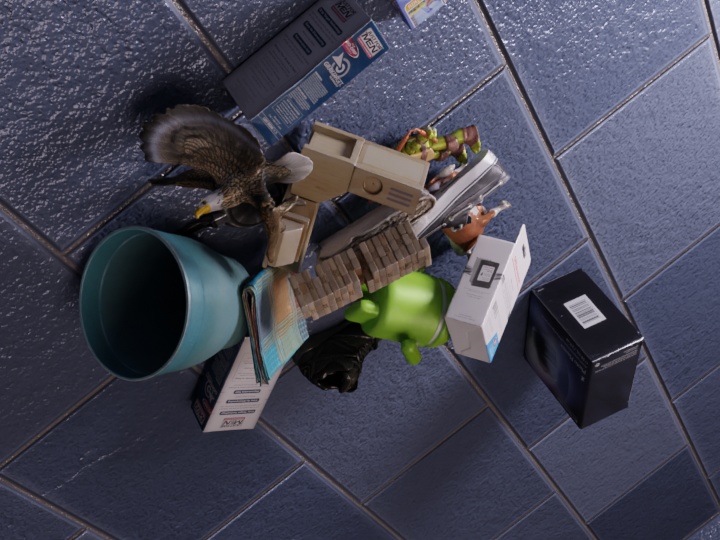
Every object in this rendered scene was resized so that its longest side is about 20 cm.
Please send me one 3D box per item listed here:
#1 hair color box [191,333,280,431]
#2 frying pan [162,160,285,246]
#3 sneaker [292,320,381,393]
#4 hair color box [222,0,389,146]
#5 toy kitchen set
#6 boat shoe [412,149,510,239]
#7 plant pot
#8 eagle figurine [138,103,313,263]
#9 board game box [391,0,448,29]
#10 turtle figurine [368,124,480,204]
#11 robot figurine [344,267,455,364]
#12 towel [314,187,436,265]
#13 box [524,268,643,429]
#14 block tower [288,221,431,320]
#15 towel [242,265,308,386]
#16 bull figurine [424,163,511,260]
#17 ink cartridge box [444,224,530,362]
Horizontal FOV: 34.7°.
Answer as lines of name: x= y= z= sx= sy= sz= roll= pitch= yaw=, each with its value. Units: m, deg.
hair color box: x=-0.186 y=0.161 z=1.822 sx=0.099 sy=0.061 sz=0.202 roll=2 pitch=127 yaw=-37
frying pan: x=-0.186 y=-0.094 z=1.615 sx=0.188 sy=0.031 sz=0.116 roll=-17 pitch=136 yaw=-26
sneaker: x=-0.003 y=0.136 z=1.904 sx=0.197 sy=0.115 sz=0.077 roll=-25 pitch=142 yaw=-17
hair color box: x=-0.071 y=-0.262 z=1.473 sx=0.199 sy=0.100 sz=0.061 roll=-39 pitch=139 yaw=4
toy kitchen set: x=-0.027 y=-0.058 z=1.595 sx=0.178 sy=0.164 sz=0.202 roll=19 pitch=126 yaw=-1
boat shoe: x=0.139 y=-0.091 z=1.734 sx=0.200 sy=0.072 sz=0.068 roll=-43 pitch=100 yaw=1
plant pot: x=-0.248 y=0.043 z=1.582 sx=0.187 sy=0.200 sz=0.201 roll=1 pitch=131 yaw=-57
eagle figurine: x=-0.175 y=-0.119 z=1.463 sx=0.153 sy=0.199 sz=0.151 roll=-58 pitch=163 yaw=22
board game box: x=0.112 y=-0.425 z=1.496 sx=0.199 sy=0.035 sz=0.136 roll=-37 pitch=140 yaw=1
turtle figurine: x=0.088 y=-0.171 z=1.707 sx=0.159 sy=0.065 sz=0.201 roll=-13 pitch=155 yaw=-25
robot figurine: x=0.075 y=0.059 z=1.861 sx=0.197 sy=0.178 sz=0.115 roll=13 pitch=158 yaw=-23
towel: x=0.019 y=-0.065 z=1.707 sx=0.198 sy=0.133 sz=0.035 roll=-31 pitch=102 yaw=3
box: x=0.408 y=0.147 z=2.141 sx=0.122 sy=0.201 sz=0.200 roll=-22 pitch=138 yaw=-17
block tower: x=0.000 y=0.000 z=1.626 sx=0.198 sy=0.058 sz=0.054 roll=-24 pitch=153 yaw=-5
towel: x=-0.119 y=0.063 z=1.672 sx=0.021 sy=0.200 sz=0.149 roll=-4 pitch=105 yaw=17
bull figurine: x=0.164 y=-0.094 z=1.837 sx=0.121 sy=0.065 sz=0.199 roll=-45 pitch=141 yaw=8
ink cartridge box: x=0.206 y=0.029 z=1.847 sx=0.202 sy=0.066 sz=0.116 roll=-65 pitch=155 yaw=-26
